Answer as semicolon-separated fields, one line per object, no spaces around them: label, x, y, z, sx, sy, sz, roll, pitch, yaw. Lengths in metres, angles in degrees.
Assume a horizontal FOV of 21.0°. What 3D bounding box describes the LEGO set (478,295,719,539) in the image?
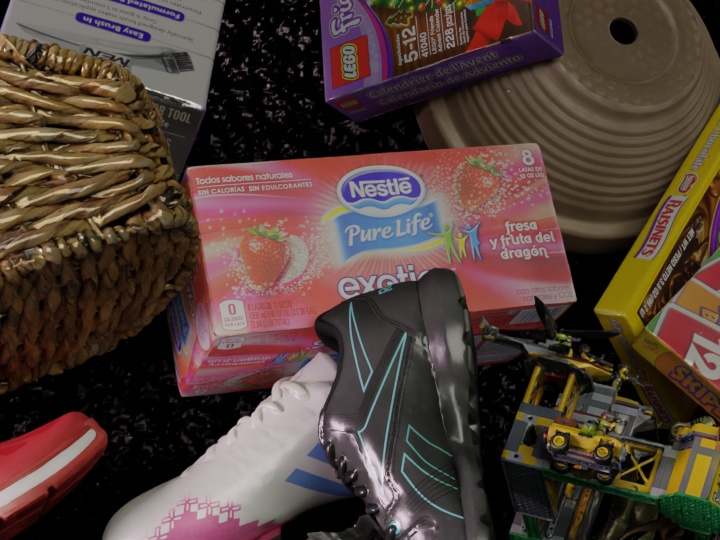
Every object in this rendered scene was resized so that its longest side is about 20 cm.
LEGO set;0.148;0.093;0.999;0.153;0.200;0.116;8;59;27

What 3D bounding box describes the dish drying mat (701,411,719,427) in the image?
dish drying mat;0.280;0.069;1.111;0.199;0.077;0.018;-11;61;-21

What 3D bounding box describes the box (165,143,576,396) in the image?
box;0.000;0.000;1.038;0.199;0.103;0.095;-5;70;-18

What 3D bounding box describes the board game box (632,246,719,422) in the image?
board game box;0.250;0.073;1.039;0.200;0.030;0.096;42;58;9

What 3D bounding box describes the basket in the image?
basket;-0.168;-0.041;0.945;0.142;0.200;0.149;-21;75;-23

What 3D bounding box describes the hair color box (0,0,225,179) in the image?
hair color box;-0.130;-0.143;1.041;0.109;0.065;0.200;17;41;-10

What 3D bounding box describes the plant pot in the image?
plant pot;0.137;-0.119;1.135;0.200;0.093;0.202;7;67;-16

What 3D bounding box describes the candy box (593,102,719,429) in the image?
candy box;0.204;-0.016;1.118;0.200;0.026;0.102;-55;135;-27

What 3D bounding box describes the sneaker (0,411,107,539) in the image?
sneaker;-0.229;0.095;0.941;0.200;0.078;0.116;-31;81;-27

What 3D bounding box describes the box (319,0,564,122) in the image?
box;0.040;-0.198;1.119;0.039;0.136;0.201;28;52;-53

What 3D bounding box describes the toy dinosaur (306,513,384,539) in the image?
toy dinosaur;0.026;0.190;0.967;0.199;0.102;0.136;-17;76;-17

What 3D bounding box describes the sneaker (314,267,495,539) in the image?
sneaker;0.023;0.097;0.920;0.079;0.076;0.201;-7;60;3

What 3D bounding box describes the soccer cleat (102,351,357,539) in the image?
soccer cleat;-0.041;0.090;0.989;0.199;0.070;0.087;-15;101;-17
